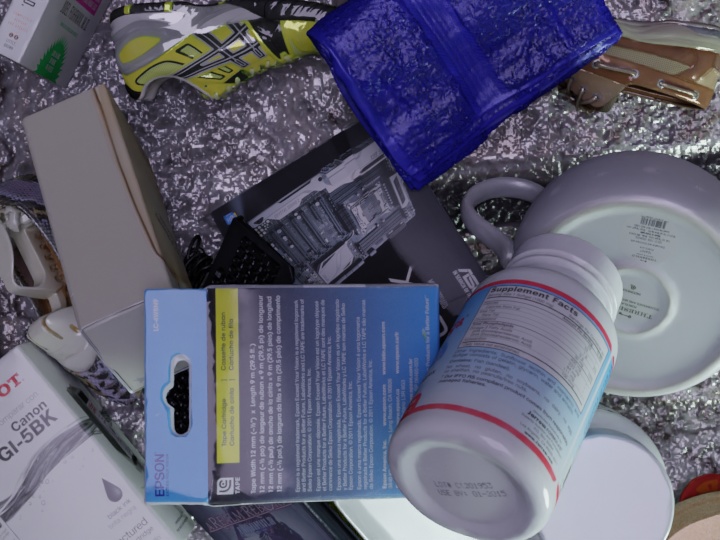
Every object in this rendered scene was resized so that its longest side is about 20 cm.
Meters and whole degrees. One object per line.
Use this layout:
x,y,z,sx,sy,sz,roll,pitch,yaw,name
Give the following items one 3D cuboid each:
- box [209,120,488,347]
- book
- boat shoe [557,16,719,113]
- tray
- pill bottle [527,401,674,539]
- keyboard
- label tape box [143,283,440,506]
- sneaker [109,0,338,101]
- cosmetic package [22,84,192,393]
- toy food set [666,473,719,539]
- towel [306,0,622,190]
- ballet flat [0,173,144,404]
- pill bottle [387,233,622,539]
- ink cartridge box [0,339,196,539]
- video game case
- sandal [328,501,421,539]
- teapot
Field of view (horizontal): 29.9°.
0.000,0.000,1.025,0.157,0.050,0.201,-31,66,1,box
-0.210,-0.243,1.018,0.048,0.134,0.201,26,91,0,book
0.184,-0.159,1.048,0.199,0.076,0.072,4,93,2,boat shoe
0.055,0.191,1.023,0.108,0.022,0.200,-52,123,-23,tray
0.160,0.153,0.986,0.112,0.200,0.114,0,91,1,pill bottle
-0.125,0.055,1.027,0.104,0.040,0.201,41,116,33,keyboard
-0.047,0.082,0.914,0.199,0.066,0.144,-1,89,-9,label tape box
-0.095,-0.173,1.055,0.199,0.075,0.077,-1,98,11,sneaker
-0.179,-0.025,0.991,0.073,0.104,0.201,-24,58,-1,cosmetic package
0.293,0.265,1.063,0.199,0.049,0.199,-33,90,1,toy food set
0.079,-0.166,0.968,0.200,0.050,0.148,-36,114,0,towel
-0.239,0.022,1.046,0.072,0.072,0.201,-28,86,1,ballet flat
0.103,0.069,0.881,0.108,0.109,0.200,34,49,0,pill bottle
-0.248,0.174,1.047,0.147,0.083,0.200,-40,91,1,ink cartridge box
-0.054,0.205,1.013,0.200,0.143,0.019,49,51,-11,video game case
0.022,0.139,1.059,0.087,0.079,0.201,13,82,-37,sandal
0.204,-0.014,1.019,0.197,0.146,0.200,-30,109,27,teapot
